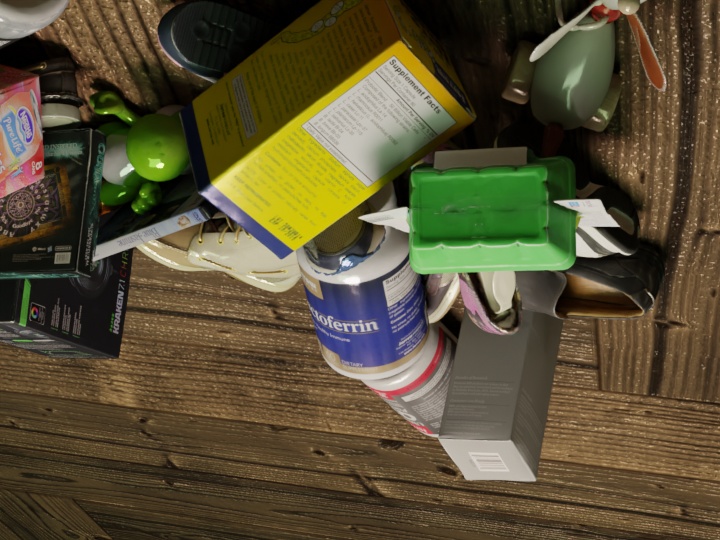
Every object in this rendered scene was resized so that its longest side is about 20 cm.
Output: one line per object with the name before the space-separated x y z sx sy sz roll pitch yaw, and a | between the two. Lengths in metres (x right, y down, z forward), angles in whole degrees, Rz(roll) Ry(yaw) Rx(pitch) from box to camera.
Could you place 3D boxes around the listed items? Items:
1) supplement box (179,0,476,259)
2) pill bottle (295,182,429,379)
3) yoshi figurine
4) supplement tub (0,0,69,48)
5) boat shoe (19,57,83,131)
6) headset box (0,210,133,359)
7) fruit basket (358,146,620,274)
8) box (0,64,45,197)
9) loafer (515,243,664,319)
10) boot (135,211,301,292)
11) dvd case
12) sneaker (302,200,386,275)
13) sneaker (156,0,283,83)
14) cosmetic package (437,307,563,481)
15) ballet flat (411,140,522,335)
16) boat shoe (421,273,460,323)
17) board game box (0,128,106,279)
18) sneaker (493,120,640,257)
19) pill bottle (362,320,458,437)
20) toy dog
supplement box | -0.029 -0.123 1.079 0.200 0.110 0.109 -35 134 16
pill bottle | 0.000 0.000 1.322 0.115 0.116 0.201 4 134 18
yoshi figurine | -0.215 -0.109 1.285 0.199 0.112 0.112 -16 134 39
supplement tub | -0.334 -0.226 1.096 0.199 0.123 0.122 -14 143 40
boat shoe | -0.339 -0.157 1.299 0.200 0.061 0.072 -5 173 37
headset box | -0.326 -0.013 1.385 0.092 0.175 0.200 -1 165 23
fruit basket | 0.111 -0.048 1.102 0.184 0.094 0.200 -2 -178 16
box | -0.389 -0.137 1.226 0.199 0.095 0.103 16 119 27
loafer | 0.197 0.014 1.350 0.199 0.072 0.073 -4 127 24
boot | -0.127 -0.047 1.397 0.199 0.072 0.155 18 153 -21
dvd case | -0.170 -0.073 1.297 0.199 0.143 0.018 -16 117 43
sneaker | -0.039 -0.075 1.190 0.077 0.200 0.085 -29 129 8
sneaker | -0.081 -0.175 1.163 0.199 0.070 0.082 25 176 -29
cosmetic package | 0.151 0.109 1.431 0.090 0.201 0.107 -3 146 24
ballet flat | 0.108 -0.030 1.246 0.071 0.069 0.201 20 134 64
boat shoe | 0.082 -0.016 1.369 0.065 0.072 0.200 21 148 -4
board game box | -0.332 -0.060 1.270 0.199 0.136 0.028 -1 167 23
sneaker | 0.158 -0.058 1.245 0.115 0.076 0.200 -15 144 39
pill bottle | 0.082 0.126 1.586 0.110 0.111 0.200 -6 147 33
toy dog | 0.167 -0.156 1.035 0.131 0.097 0.200 6 152 12
